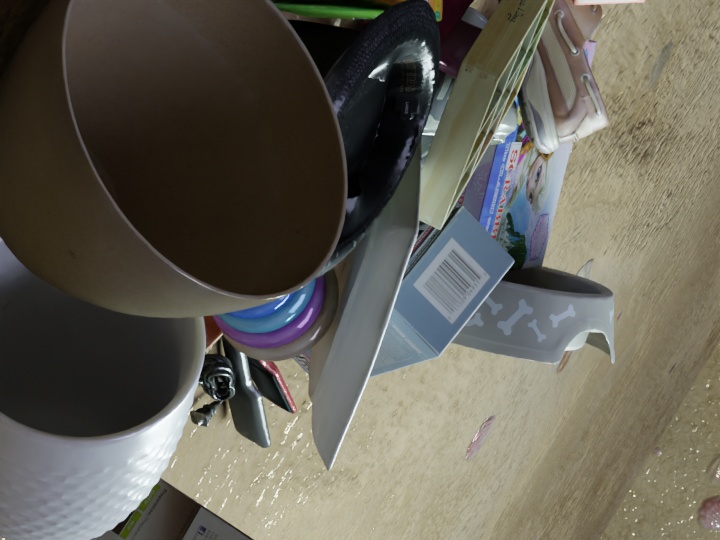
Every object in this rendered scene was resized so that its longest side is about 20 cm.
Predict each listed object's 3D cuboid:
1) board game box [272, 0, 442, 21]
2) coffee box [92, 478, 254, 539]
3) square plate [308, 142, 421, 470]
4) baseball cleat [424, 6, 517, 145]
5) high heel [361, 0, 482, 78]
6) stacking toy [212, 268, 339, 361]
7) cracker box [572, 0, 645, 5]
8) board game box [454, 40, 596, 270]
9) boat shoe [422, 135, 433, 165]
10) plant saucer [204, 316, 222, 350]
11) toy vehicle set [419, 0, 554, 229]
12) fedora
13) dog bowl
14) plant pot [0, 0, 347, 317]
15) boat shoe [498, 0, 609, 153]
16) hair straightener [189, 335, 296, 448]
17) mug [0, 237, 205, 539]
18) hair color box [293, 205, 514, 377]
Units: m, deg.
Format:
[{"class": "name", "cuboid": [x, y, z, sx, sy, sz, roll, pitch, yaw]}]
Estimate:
[{"class": "board game box", "cuboid": [-0.026, -0.171, 1.533, 0.200, 0.095, 0.030, -8, 101, -69]}, {"class": "coffee box", "cuboid": [-0.110, 0.211, 1.760, 0.080, 0.200, 0.114, -56, 162, -7]}, {"class": "square plate", "cuboid": [0.000, 0.000, 1.716, 0.198, 0.028, 0.201, -89, -164, -58]}, {"class": "baseball cleat", "cuboid": [0.042, -0.143, 1.837, 0.200, 0.069, 0.107, 5, 80, -55]}, {"class": "high heel", "cuboid": [0.070, -0.238, 1.766, 0.096, 0.067, 0.201, 22, 83, -40]}, {"class": "stacking toy", "cuboid": [-0.077, -0.010, 1.597, 0.086, 0.085, 0.200, -56, 158, -8]}, {"class": "cracker box", "cuboid": [0.172, -0.303, 1.769, 0.201, 0.057, 0.134, 90, -4, -48]}, {"class": "board game box", "cuboid": [0.125, -0.099, 2.076, 0.199, 0.041, 0.201, -9, 114, -68]}, {"class": "boat shoe", "cuboid": [0.005, -0.048, 1.860, 0.201, 0.071, 0.070, -46, 159, -36]}, {"class": "plant saucer", "cuboid": [-0.101, -0.021, 1.683, 0.200, 0.032, 0.201, -51, 162, -24]}, {"class": "toy vehicle set", "cuboid": [0.089, -0.130, 1.728, 0.200, 0.026, 0.125, -59, 171, -54]}, {"class": "fedora", "cuboid": [-0.030, -0.090, 1.509, 0.201, 0.091, 0.201, -56, 162, -29]}, {"class": "dog bowl", "cuboid": [0.120, 0.028, 2.115, 0.200, 0.199, 0.059, -7, 109, -68]}, {"class": "plant pot", "cuboid": [-0.123, -0.057, 1.354, 0.134, 0.201, 0.200, -26, -174, 39]}, {"class": "boat shoe", "cuboid": [0.142, -0.189, 1.882, 0.076, 0.071, 0.201, -100, 178, -67]}, {"class": "hair straightener", "cuboid": [-0.091, 0.086, 1.870, 0.077, 0.041, 0.200, -53, 162, -18]}, {"class": "mug", "cuboid": [-0.171, 0.058, 1.474, 0.176, 0.147, 0.201, 111, -11, -54]}, {"class": "hair color box", "cuboid": [0.022, 0.023, 1.888, 0.099, 0.061, 0.200, -50, -168, -24]}]
